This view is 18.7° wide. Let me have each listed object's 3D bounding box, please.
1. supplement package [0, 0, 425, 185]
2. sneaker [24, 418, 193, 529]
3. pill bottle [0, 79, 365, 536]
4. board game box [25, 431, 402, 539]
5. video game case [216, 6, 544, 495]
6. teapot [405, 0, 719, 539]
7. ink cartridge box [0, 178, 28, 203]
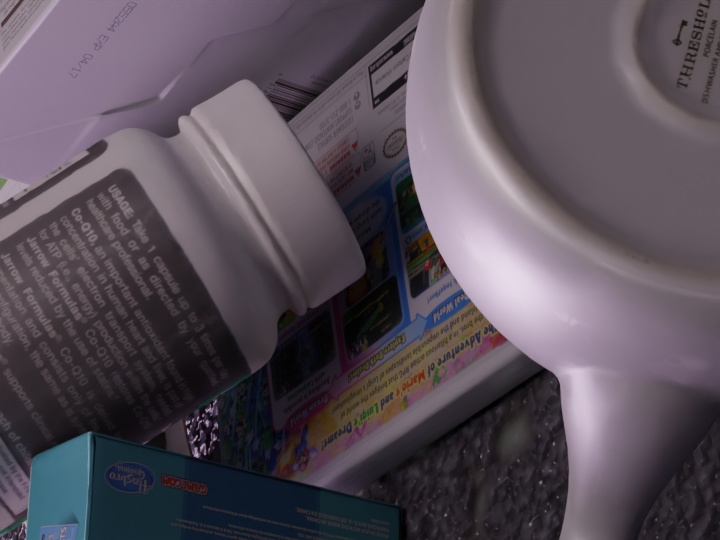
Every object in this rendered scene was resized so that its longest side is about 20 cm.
[{"bbox_3d":[-0.086,-0.132,0.995,0.200,0.155,0.112,-43,46,36],"label":"supplement package"},{"bbox_3d":[-0.130,0.051,0.974,0.067,0.090,0.201,-30,66,26],"label":"sneaker"},{"bbox_3d":[-0.105,0.015,0.884,0.199,0.113,0.113,-33,39,-7],"label":"pill bottle"},{"bbox_3d":[-0.056,0.176,0.824,0.047,0.150,0.202,-24,57,47],"label":"board game box"},{"bbox_3d":[0.000,0.000,0.935,0.200,0.024,0.183,-37,48,40],"label":"video game case"},{"bbox_3d":[0.104,-0.037,0.701,0.198,0.199,0.146,56,164,21],"label":"teapot"},{"bbox_3d":[-0.172,-0.002,1.143,0.104,0.059,0.201,-50,41,27],"label":"ink cartridge box"}]
